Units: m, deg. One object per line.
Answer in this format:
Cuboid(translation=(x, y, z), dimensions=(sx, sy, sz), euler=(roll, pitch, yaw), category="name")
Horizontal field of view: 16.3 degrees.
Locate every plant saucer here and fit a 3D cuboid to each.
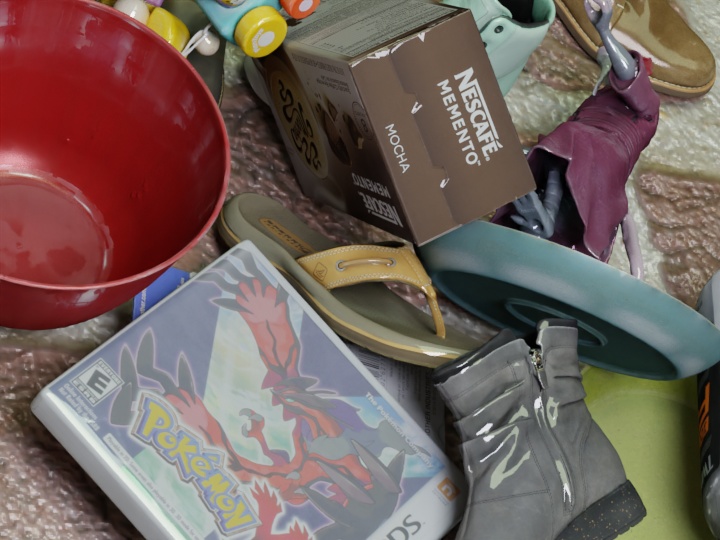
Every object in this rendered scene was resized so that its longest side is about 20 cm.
Cuboid(translation=(0.117, 0.021, 1.462), dimensions=(0.199, 0.200, 0.028), euler=(25, 79, -13), category="plant saucer")
Cuboid(translation=(0.198, 0.139, 1.530), dimensions=(0.199, 0.031, 0.201), euler=(17, 48, -20), category="plant saucer")

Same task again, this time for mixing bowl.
Cuboid(translation=(-0.179, -0.043, 1.367), dimensions=(0.199, 0.109, 0.201), euler=(10, 52, -13), category="mixing bowl")

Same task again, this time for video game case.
Cuboid(translation=(-0.052, 0.098, 1.357), dimensions=(0.200, 0.023, 0.182), euler=(47, 46, 5), category="video game case")

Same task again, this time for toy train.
Cuboid(translation=(-0.115, -0.186, 1.462), dimensions=(0.056, 0.199, 0.151), euler=(28, 60, -57), category="toy train")

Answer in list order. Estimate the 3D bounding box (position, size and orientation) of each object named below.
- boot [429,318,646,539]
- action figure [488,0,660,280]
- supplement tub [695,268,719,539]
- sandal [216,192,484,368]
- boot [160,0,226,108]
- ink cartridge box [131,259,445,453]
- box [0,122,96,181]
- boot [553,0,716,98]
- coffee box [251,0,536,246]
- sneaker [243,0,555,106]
Cuboid(translation=(0.065, 0.111, 1.364), dimensions=(0.200, 0.070, 0.132), euler=(-29, 97, -47), category="boot")
Cuboid(translation=(0.156, -0.076, 1.597), dimensions=(0.149, 0.134, 0.200), euler=(38, 48, -2), category="action figure")
Cuboid(translation=(0.262, 0.094, 1.498), dimensions=(0.122, 0.123, 0.201), euler=(20, 47, -18), category="supplement tub")
Cuboid(translation=(0.000, 0.000, 1.451), dimensions=(0.200, 0.054, 0.080), euler=(36, 20, 27), category="sandal")
Cuboid(translation=(-0.100, -0.180, 1.510), dimensions=(0.074, 0.097, 0.201), euler=(13, 49, -24), category="boot")
Cuboid(translation=(-0.045, 0.074, 1.420), dimensions=(0.199, 0.042, 0.120), euler=(19, 49, -22), category="ink cartridge box")
Cuboid(translation=(-0.203, -0.138, 1.496), dimensions=(0.199, 0.021, 0.164), euler=(28, 46, -11), category="box")
Cuboid(translation=(0.178, -0.201, 1.749), dimensions=(0.200, 0.076, 0.074), euler=(41, 43, 0), category="boot")
Cuboid(translation=(0.013, -0.094, 1.450), dimensions=(0.079, 0.200, 0.114), euler=(-25, 108, -14), category="coffee box")
Cuboid(translation=(0.028, -0.152, 1.586), dimensions=(0.199, 0.118, 0.074), euler=(-4, 60, -33), category="sneaker")
